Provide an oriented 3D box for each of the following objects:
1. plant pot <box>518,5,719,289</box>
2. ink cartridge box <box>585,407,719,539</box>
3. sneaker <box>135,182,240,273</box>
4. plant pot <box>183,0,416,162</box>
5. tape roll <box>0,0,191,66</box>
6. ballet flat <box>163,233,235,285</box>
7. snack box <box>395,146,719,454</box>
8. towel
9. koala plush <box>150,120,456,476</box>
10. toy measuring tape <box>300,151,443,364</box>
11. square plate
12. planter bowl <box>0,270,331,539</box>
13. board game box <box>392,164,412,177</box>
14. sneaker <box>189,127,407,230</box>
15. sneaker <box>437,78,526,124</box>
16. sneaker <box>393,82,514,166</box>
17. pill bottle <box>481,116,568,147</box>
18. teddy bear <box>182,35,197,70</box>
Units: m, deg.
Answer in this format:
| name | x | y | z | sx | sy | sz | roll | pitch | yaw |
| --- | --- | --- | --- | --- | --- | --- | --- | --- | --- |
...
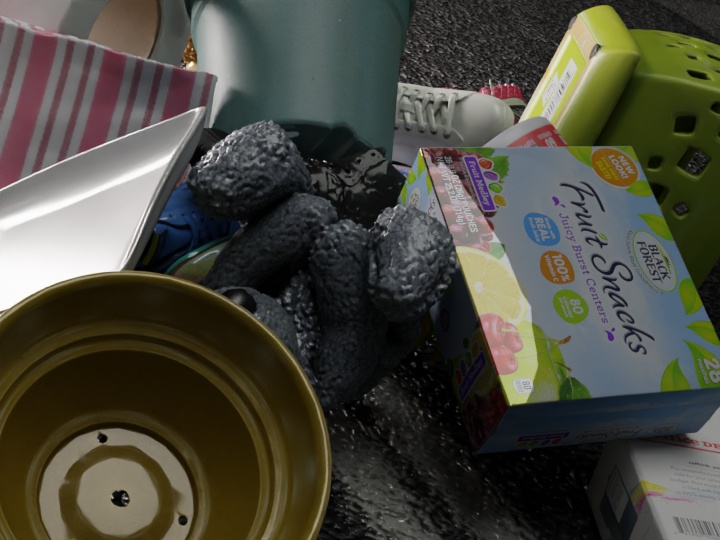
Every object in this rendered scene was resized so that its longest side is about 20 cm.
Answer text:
| name | x | y | z | sx | sy | sz | roll | pitch | yaw |
| --- | --- | --- | --- | --- | --- | --- | --- | --- | --- |
| plant pot | 0.250 | -0.119 | 1.277 | 0.180 | 0.201 | 0.199 | 24 | 22 | -10 |
| ink cartridge box | 0.219 | 0.164 | 0.905 | 0.116 | 0.068 | 0.200 | 11 | 28 | -11 |
| sneaker | -0.131 | -0.026 | 1.008 | 0.199 | 0.067 | 0.078 | -14 | 21 | -32 |
| plant pot | -0.050 | -0.150 | 1.139 | 0.199 | 0.201 | 0.197 | 10 | 55 | -16 |
| tape roll | -0.249 | -0.214 | 1.168 | 0.138 | 0.204 | 0.202 | 28 | 28 | 17 |
| ballet flat | -0.059 | 0.003 | 1.042 | 0.071 | 0.069 | 0.199 | 46 | 34 | 17 |
| snack box | 0.131 | 0.013 | 0.926 | 0.167 | 0.068 | 0.201 | -2 | 56 | -21 |
| towel | -0.217 | -0.101 | 1.044 | 0.198 | 0.148 | 0.030 | 14 | 0 | -9 |
| koala plush | -0.065 | 0.050 | 0.876 | 0.177 | 0.185 | 0.200 | 29 | 50 | 15 |
| toy measuring tape | 0.000 | 0.000 | 1.045 | 0.200 | 0.074 | 0.074 | 43 | 30 | 5 |
| square plate | -0.197 | -0.016 | 0.887 | 0.199 | 0.029 | 0.199 | -19 | 29 | 22 |
| planter bowl | -0.121 | 0.107 | 0.742 | 0.199 | 0.084 | 0.202 | 10 | 57 | -15 |
| board game box | 0.080 | -0.024 | 1.196 | 0.198 | 0.041 | 0.200 | 8 | 28 | -22 |
| sneaker | -0.020 | -0.053 | 0.992 | 0.200 | 0.060 | 0.104 | 41 | 67 | 4 |
| sneaker | 0.098 | -0.135 | 1.386 | 0.199 | 0.081 | 0.075 | -13 | 72 | -34 |
| sneaker | 0.037 | -0.135 | 1.267 | 0.199 | 0.073 | 0.085 | 0 | -18 | 29 |
| pill bottle | 0.156 | -0.007 | 1.068 | 0.201 | 0.114 | 0.114 | 53 | 36 | 10 |
| teddy bear | -0.096 | -0.191 | 1.391 | 0.199 | 0.067 | 0.146 | 14 | 36 | -23 |
